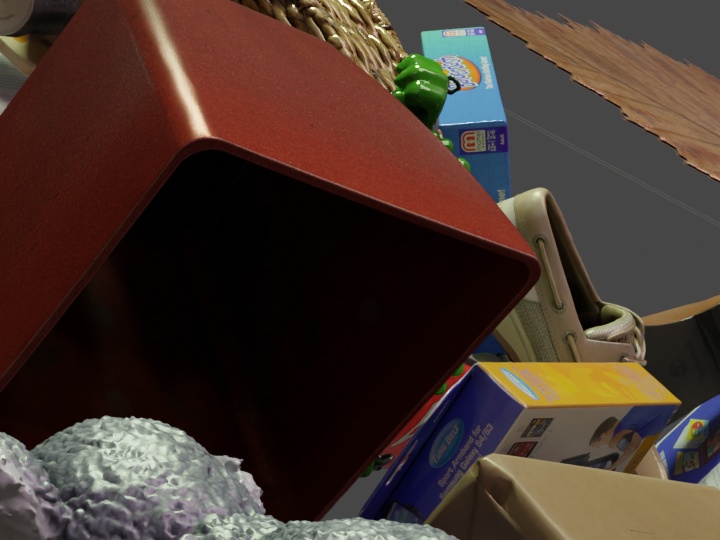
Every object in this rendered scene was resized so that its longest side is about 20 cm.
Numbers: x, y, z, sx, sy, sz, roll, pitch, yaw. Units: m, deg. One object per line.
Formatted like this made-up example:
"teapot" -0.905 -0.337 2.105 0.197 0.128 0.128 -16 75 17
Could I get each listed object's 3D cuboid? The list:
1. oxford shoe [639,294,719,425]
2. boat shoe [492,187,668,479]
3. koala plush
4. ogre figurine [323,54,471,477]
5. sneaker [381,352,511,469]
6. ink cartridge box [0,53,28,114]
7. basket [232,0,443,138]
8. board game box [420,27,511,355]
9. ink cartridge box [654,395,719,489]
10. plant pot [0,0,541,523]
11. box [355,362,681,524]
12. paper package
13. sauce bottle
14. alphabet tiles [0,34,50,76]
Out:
"oxford shoe" 0.176 0.059 1.512 0.071 0.199 0.072 -145 -141 -88
"boat shoe" 0.124 0.047 1.375 0.201 0.065 0.072 59 22 -13
"koala plush" -0.058 0.122 0.862 0.177 0.184 0.200 11 25 -51
"ogre figurine" 0.000 0.000 1.255 0.098 0.201 0.120 -7 -3 -21
"sneaker" 0.062 0.089 1.353 0.085 0.077 0.200 51 26 24
"ink cartridge box" -0.243 -0.119 1.426 0.176 0.045 0.200 42 19 25
"basket" -0.010 -0.068 1.426 0.149 0.142 0.201 4 60 -56
"board game box" 0.064 -0.047 1.504 0.045 0.153 0.200 -4 20 1
"ink cartridge box" 0.262 0.091 1.474 0.047 0.200 0.198 43 15 -13
"plant pot" -0.074 -0.021 1.137 0.199 0.200 0.177 19 34 -38
"box" 0.076 0.103 1.255 0.041 0.119 0.200 41 19 25
"paper package" 0.141 0.187 1.167 0.200 0.104 0.191 13 27 -49
"sauce bottle" -0.147 -0.152 1.423 0.065 0.065 0.200 38 21 19
"alphabet tiles" -0.138 -0.093 1.446 0.196 0.015 0.200 45 24 -12
